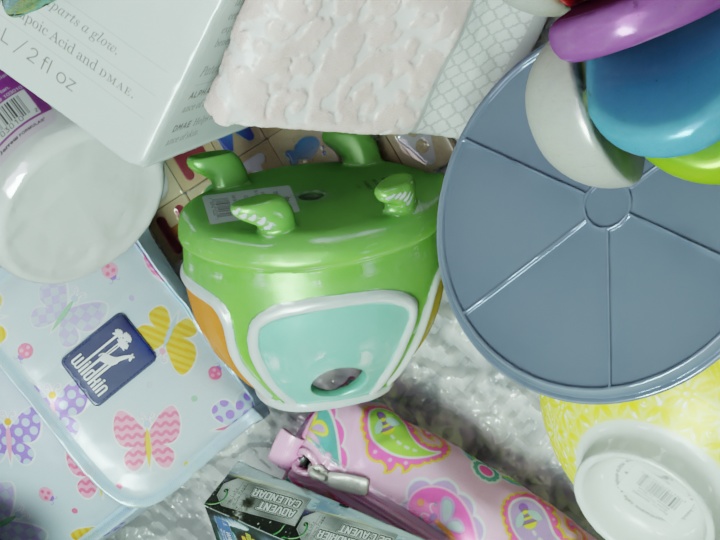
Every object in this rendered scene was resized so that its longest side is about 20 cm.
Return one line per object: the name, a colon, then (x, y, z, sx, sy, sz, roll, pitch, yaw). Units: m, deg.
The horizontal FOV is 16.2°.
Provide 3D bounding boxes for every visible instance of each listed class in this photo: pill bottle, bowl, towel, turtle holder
pill bottle: (-0.202, -0.092, 1.436, 0.200, 0.112, 0.113, 49, 123, 38)
bowl: (0.169, 0.089, 1.320, 0.199, 0.108, 0.201, 21, 140, 19)
towel: (0.031, -0.156, 1.312, 0.032, 0.190, 0.201, 49, 124, 41)
turtle holder: (-0.009, -0.002, 1.404, 0.141, 0.185, 0.133, 19, 121, 49)

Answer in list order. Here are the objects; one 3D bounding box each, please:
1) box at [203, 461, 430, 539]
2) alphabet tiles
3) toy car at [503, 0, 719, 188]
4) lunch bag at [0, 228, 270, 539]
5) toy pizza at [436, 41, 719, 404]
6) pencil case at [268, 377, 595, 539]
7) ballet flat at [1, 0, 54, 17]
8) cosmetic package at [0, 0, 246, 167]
box: (-0.006, 0.207, 1.447, 0.136, 0.040, 0.201, 19, 143, 30)
alphabet tiles: (-0.062, -0.091, 1.466, 0.199, 0.008, 0.168, -31, 92, 28)
toy car: (0.138, -0.135, 1.180, 0.174, 0.150, 0.202, -19, 89, 22)
lunch bag: (-0.173, 0.071, 1.498, 0.199, 0.127, 0.170, -35, 92, 24)
toy pizza: (0.130, -0.030, 1.278, 0.199, 0.032, 0.202, -9, 72, 28)
pencil case: (0.045, 0.143, 1.438, 0.199, 0.087, 0.088, 33, 116, 10)
ballet flat: (-0.116, -0.200, 1.233, 0.074, 0.074, 0.201, 31, 115, 12)
cosmetic package: (-0.102, -0.192, 1.357, 0.164, 0.165, 0.201, 34, 114, 13)
